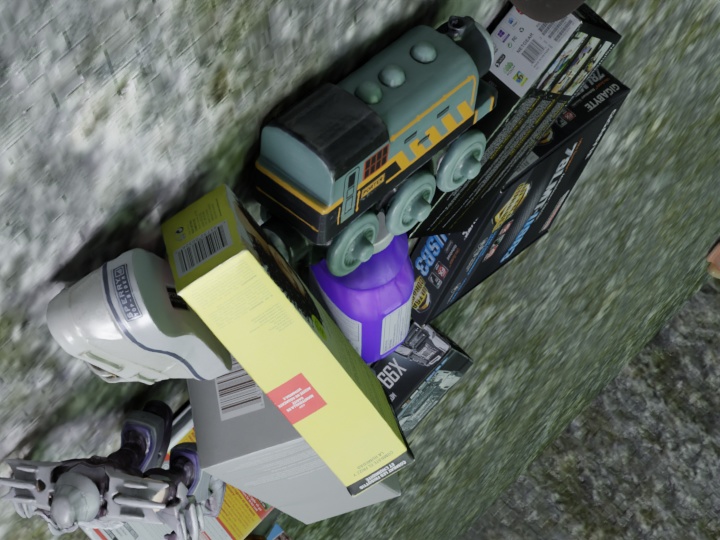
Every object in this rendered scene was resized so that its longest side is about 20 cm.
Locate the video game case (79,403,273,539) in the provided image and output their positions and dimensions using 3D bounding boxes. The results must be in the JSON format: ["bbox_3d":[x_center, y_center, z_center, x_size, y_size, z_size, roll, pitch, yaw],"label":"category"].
[{"bbox_3d":[-0.112,0.159,1.288,0.200,0.017,0.143,-45,138,-15],"label":"video game case"}]

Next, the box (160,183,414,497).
[{"bbox_3d":[-0.041,0.045,0.996,0.050,0.076,0.200,-31,128,6],"label":"box"}]

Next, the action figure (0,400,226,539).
[{"bbox_3d":[-0.151,0.141,1.082,0.200,0.129,0.070,-16,122,-72],"label":"action figure"}]

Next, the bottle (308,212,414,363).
[{"bbox_3d":[0.000,0.000,1.197,0.065,0.084,0.200,-32,161,-13],"label":"bottle"}]

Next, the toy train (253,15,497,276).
[{"bbox_3d":[0.013,-0.081,1.042,0.200,0.085,0.115,-38,153,-32],"label":"toy train"}]

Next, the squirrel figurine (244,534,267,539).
[{"bbox_3d":[-0.149,0.302,1.408,0.199,0.142,0.187,-35,143,9],"label":"squirrel figurine"}]

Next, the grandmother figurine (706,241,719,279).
[{"bbox_3d":[0.680,-0.067,2.995,0.201,0.060,0.122,112,-2,-46],"label":"grandmother figurine"}]

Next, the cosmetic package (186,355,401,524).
[{"bbox_3d":[-0.046,0.102,1.175,0.089,0.108,0.200,-19,158,16],"label":"cosmetic package"}]

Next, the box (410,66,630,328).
[{"bbox_3d":[0.131,-0.065,1.469,0.198,0.050,0.201,-34,161,-39],"label":"box"}]

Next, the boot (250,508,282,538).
[{"bbox_3d":[-0.099,0.205,1.500,0.200,0.073,0.181,-46,165,22],"label":"boot"}]

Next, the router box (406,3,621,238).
[{"bbox_3d":[0.101,-0.115,1.244,0.200,0.051,0.149,-51,167,15],"label":"router box"}]

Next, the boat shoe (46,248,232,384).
[{"bbox_3d":[-0.129,0.035,0.983,0.069,0.072,0.200,-21,171,7],"label":"boat shoe"}]

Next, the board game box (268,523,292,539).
[{"bbox_3d":[-0.079,0.394,1.755,0.097,0.200,0.160,-32,159,-40],"label":"board game box"}]

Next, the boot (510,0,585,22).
[{"bbox_3d":[0.150,-0.241,1.040,0.075,0.073,0.201,-46,167,-45],"label":"boot"}]

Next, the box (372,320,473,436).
[{"bbox_3d":[0.022,0.143,1.689,0.200,0.050,0.158,-48,166,2],"label":"box"}]
